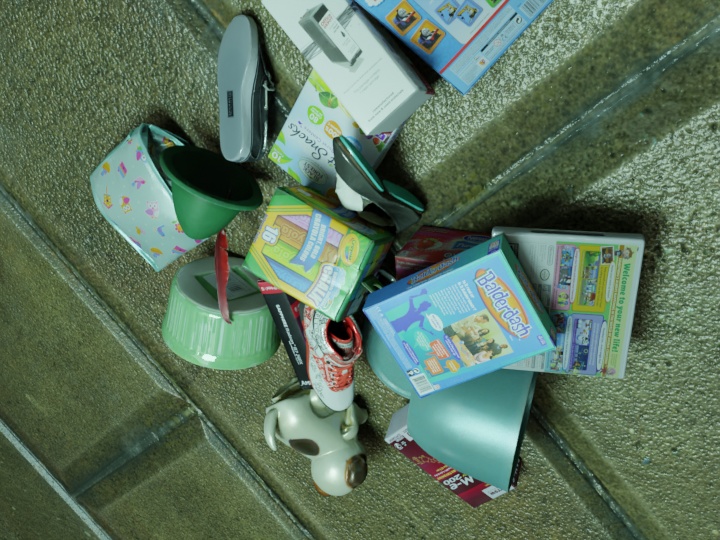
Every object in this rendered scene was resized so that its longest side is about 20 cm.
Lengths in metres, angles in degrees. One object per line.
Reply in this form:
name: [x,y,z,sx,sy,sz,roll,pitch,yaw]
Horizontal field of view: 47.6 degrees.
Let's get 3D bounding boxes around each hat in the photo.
hat: [-0.251,-0.065,1.236,0.164,0.201,0.178,16,117,-25]

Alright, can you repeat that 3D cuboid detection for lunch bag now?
lunch bag: [-0.328,-0.124,1.319,0.169,0.122,0.201,-27,109,40]

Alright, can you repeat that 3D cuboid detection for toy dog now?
toy dog: [-0.059,0.280,1.375,0.139,0.194,0.201,-31,95,27]

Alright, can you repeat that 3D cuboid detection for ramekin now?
ramekin: [-0.220,0.061,1.326,0.198,0.200,0.099,22,121,17]

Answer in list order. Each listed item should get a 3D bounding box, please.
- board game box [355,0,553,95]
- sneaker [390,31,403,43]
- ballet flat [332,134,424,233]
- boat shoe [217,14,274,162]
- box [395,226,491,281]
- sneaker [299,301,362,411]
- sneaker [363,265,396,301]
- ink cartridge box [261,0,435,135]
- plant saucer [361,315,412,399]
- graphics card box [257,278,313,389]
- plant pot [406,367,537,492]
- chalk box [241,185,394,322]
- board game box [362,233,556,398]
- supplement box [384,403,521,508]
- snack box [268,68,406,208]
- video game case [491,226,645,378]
board game box: [0.097,-0.317,0.918,0.199,0.037,0.151,33,117,-26]
sneaker: [0.066,-0.356,0.969,0.080,0.074,0.203,16,124,25]
ballet flat: [0.013,-0.104,1.099,0.068,0.068,0.199,-41,135,14]
boat shoe: [-0.157,-0.257,1.165,0.073,0.068,0.203,4,97,41]
box: [0.156,0.011,1.126,0.197,0.100,0.097,9,122,26]
sneaker: [-0.035,0.135,1.205,0.108,0.066,0.204,28,134,61]
sneaker: [0.000,0.000,1.214,0.198,0.075,0.085,31,175,0]
ink cartridge box: [-0.010,-0.267,0.981,0.083,0.147,0.201,-39,89,17]
plant saucer: [0.083,0.136,1.293,0.197,0.036,0.203,15,125,22]
graphics card box: [-0.080,0.071,1.290,0.050,0.126,0.202,-4,116,31]
plant pot: [0.158,0.192,1.165,0.159,0.201,0.203,13,125,16]
chalk box: [-0.037,-0.017,1.119,0.198,0.125,0.125,28,102,10]
board game box: [0.125,0.062,1.027,0.198,0.045,0.153,-24,111,25]
supplement box: [0.149,0.288,1.311,0.199,0.061,0.109,38,132,-12]
snack box: [-0.028,-0.195,1.138,0.142,0.053,0.201,40,131,4]
video game case: [0.251,0.042,1.026,0.179,0.022,0.203,4,119,10]
